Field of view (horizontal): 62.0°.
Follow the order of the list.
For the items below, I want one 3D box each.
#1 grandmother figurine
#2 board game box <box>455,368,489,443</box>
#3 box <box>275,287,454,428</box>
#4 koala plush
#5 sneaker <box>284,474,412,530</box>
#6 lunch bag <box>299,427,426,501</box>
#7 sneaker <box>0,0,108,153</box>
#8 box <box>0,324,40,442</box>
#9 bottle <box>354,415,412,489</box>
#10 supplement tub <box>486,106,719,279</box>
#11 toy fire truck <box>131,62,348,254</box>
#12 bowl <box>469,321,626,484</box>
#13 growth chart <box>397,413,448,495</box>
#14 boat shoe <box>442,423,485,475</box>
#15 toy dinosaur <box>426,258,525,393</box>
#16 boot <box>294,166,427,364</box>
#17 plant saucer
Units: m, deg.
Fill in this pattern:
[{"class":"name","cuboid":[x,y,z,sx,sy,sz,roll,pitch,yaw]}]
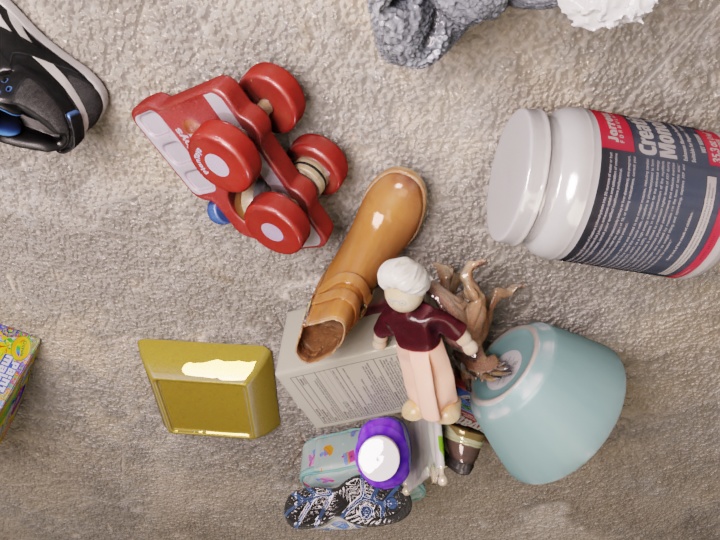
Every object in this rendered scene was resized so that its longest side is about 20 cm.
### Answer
[{"class":"grandmother figurine","cuboid":[0.063,0.074,0.627,0.119,0.061,0.203,-7,122,20]},{"class":"board game box","cuboid":[0.191,0.219,0.918,0.198,0.020,0.103,27,130,-19]},{"class":"box","cuboid":[0.010,0.108,0.770,0.197,0.110,0.129,-15,130,17]},{"class":"koala plush","cuboid":[0.104,-0.236,0.422,0.196,0.180,0.185,0,144,4]},{"class":"sneaker","cuboid":[-0.016,0.363,0.935,0.196,0.077,0.077,-5,155,10]},{"class":"lunch bag","cuboid":[0.011,0.336,0.997,0.197,0.078,0.162,-15,129,19]},{"class":"sneaker","cuboid":[-0.332,-0.184,0.529,0.199,0.113,0.073,33,126,-24]},{"class":"box","cuboid":[-0.596,0.164,0.859,0.190,0.123,0.201,26,129,-18]},{"class":"bottle","cuboid":[0.030,0.226,0.747,0.064,0.085,0.200,-10,166,4]},{"class":"supplement tub","cuboid":[0.233,-0.074,0.566,0.196,0.142,0.142,8,133,-4]},{"class":"toy fire truck","cuboid":[-0.120,-0.101,0.607,0.166,0.113,0.201,-1,137,39]},{"class":"bowl","cuboid":[0.212,0.144,0.741,0.105,0.202,0.201,39,125,-13]},{"class":"growth chart","cuboid":[0.080,0.233,0.830,0.017,0.147,0.201,5,153,-9]},{"class":"boat shoe","cuboid":[0.116,0.244,0.843,0.072,0.066,0.200,19,168,-1]},{"class":"toy dinosaur","cuboid":[0.122,0.066,0.688,0.085,0.138,0.199,3,166,35]},{"class":"boot","cuboid":[0.000,0.000,0.634,0.073,0.155,0.201,28,131,1]},{"class":"plant saucer","cuboid":[-0.228,0.192,0.906,0.196,0.049,0.202,3,132,2]}]
